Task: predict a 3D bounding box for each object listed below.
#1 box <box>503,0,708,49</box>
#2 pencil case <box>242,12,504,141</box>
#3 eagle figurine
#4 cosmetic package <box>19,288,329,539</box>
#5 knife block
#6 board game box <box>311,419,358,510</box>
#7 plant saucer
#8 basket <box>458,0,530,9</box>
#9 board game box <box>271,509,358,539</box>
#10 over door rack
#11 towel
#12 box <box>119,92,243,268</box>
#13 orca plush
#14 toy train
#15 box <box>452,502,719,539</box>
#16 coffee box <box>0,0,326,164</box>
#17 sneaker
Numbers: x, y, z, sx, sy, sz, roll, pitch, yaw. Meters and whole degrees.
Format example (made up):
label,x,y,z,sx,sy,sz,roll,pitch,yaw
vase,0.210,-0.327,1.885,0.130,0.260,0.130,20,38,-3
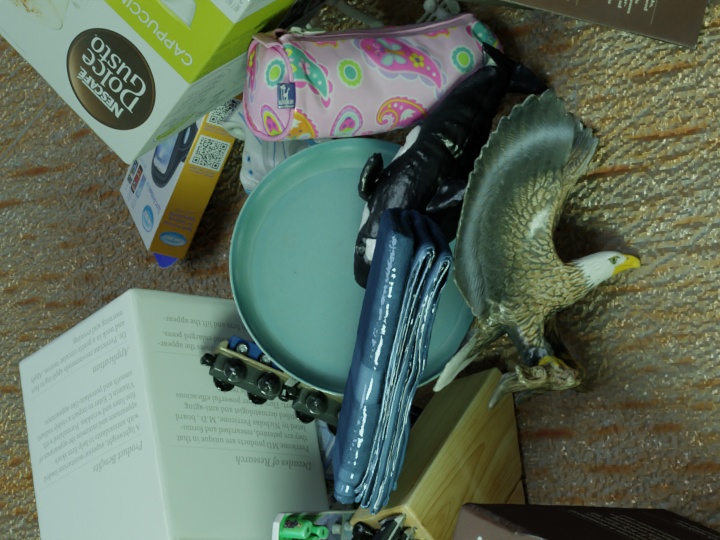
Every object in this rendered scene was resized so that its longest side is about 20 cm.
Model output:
label,x,y,z,sx,sy,sz,roll,pitch,yaw
box,0.151,-0.218,1.501,0.075,0.199,0.101,23,101,50
pencil case,0.009,-0.144,1.653,0.087,0.199,0.088,22,115,57
eagle figurine,0.121,-0.011,1.569,0.151,0.150,0.201,-23,78,56
cosmetic package,-0.143,0.141,1.720,0.165,0.164,0.201,-29,63,43
knife block,0.038,0.168,1.593,0.064,0.175,0.201,-20,69,44
board game box,-0.054,0.161,1.786,0.199,0.061,0.202,-3,82,49
plant saucer,0.000,0.000,1.675,0.027,0.199,0.202,112,152,-73
basket,0.061,-0.261,1.609,0.136,0.199,0.181,-57,48,25
board game box,-0.008,0.275,1.622,0.026,0.200,0.201,2,87,29
over door rack,-0.012,-0.234,1.792,0.148,0.066,0.201,-45,53,34
towel,0.021,0.061,1.570,0.112,0.048,0.201,-101,21,-75
box,-0.154,-0.105,1.935,0.201,0.041,0.119,-64,28,19
orca plush,0.072,-0.064,1.627,0.200,0.105,0.071,-46,37,-11
toy train,-0.026,0.094,1.675,0.034,0.199,0.046,-42,29,60
box,0.167,0.250,1.416,0.166,0.199,0.165,21,101,49
coffee box,-0.144,-0.239,1.674,0.200,0.200,0.198,46,130,4
sneaker,-0.047,-0.074,1.780,0.087,0.075,0.200,-38,51,4
